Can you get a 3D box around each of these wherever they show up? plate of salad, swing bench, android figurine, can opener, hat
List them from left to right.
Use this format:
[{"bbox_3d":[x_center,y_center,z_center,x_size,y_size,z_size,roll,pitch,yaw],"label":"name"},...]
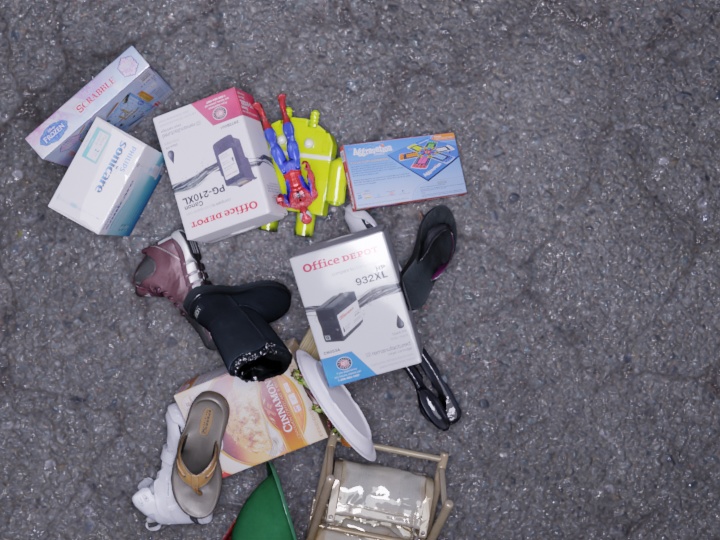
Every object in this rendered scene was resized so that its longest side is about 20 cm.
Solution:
[{"bbox_3d":[-0.194,0.412,1.341,0.175,0.166,0.201,-15,117,-13],"label":"hat"},{"bbox_3d":[-0.105,-0.157,1.389,0.181,0.041,0.201,11,94,13],"label":"android figurine"},{"bbox_3d":[-0.043,0.206,1.312,0.048,0.200,0.200,-36,93,6],"label":"plate of salad"},{"bbox_3d":[0.024,0.384,1.380,0.198,0.130,0.201,12,116,-4],"label":"swing bench"},{"bbox_3d":[0.100,0.164,1.417,0.063,0.079,0.201,-26,80,-9],"label":"can opener"}]

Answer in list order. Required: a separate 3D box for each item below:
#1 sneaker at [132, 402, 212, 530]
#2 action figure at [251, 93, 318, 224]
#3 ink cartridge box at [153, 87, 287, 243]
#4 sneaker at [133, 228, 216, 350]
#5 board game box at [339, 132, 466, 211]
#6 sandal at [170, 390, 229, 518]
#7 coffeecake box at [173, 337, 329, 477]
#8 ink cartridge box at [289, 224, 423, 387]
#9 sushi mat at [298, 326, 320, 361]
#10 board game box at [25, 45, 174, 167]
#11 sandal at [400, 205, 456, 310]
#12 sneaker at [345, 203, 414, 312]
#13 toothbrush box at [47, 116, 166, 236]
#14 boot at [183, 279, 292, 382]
[{"bbox_3d":[-0.309,0.317,1.392,0.114,0.075,0.201,-13,96,-5],"label":"sneaker"},{"bbox_3d":[-0.111,-0.166,1.319,0.065,0.099,0.201,-18,91,1],"label":"action figure"},{"bbox_3d":[-0.215,-0.158,1.351,0.144,0.084,0.201,-18,87,14],"label":"ink cartridge box"},{"bbox_3d":[-0.294,0.044,1.393,0.115,0.076,0.201,-20,84,4],"label":"sneaker"},{"bbox_3d":[0.070,-0.157,1.382,0.199,0.019,0.104,-10,86,-24],"label":"board game box"},{"bbox_3d":[-0.242,0.284,1.327,0.081,0.055,0.201,14,100,-3],"label":"sandal"},{"bbox_3d":[-0.168,0.218,1.378,0.199,0.073,0.154,-22,99,7],"label":"coffeecake box"},{"bbox_3d":[-0.004,0.050,1.282,0.144,0.084,0.201,-16,98,7],"label":"ink cartridge box"},{"bbox_3d":[-0.042,0.118,1.383,0.095,0.012,0.200,27,121,-5],"label":"sushi mat"},{"bbox_3d":[-0.382,-0.235,1.308,0.199,0.200,0.041,-42,92,-2],"label":"board game box"},{"bbox_3d":[0.116,-0.021,1.373,0.075,0.048,0.201,42,55,-25],"label":"sandal"},{"bbox_3d":[0.000,0.000,1.389,0.115,0.075,0.201,-29,94,-2],"label":"sneaker"},{"bbox_3d":[-0.370,-0.134,1.312,0.085,0.200,0.147,29,91,-4],"label":"toothbrush box"},{"bbox_3d":[-0.150,0.093,1.314,0.168,0.200,0.077,47,119,33],"label":"boot"}]
